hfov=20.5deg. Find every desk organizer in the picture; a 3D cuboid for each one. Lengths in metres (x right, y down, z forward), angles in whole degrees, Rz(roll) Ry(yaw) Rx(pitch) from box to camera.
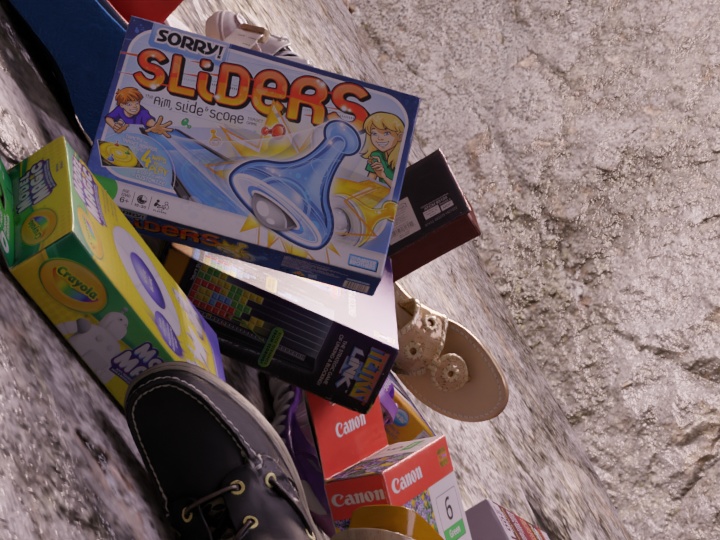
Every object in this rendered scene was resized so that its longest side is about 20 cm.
[{"bbox_3d":[0.000,0.000,1.532,0.077,0.199,0.072,53,10,-48],"label":"desk organizer"}]

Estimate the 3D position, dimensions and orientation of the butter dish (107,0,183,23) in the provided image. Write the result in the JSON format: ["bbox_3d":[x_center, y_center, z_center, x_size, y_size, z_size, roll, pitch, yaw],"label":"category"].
[{"bbox_3d":[-0.187,-0.293,1.559,0.200,0.148,0.200,56,5,34],"label":"butter dish"}]

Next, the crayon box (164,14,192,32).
[{"bbox_3d":[-0.126,-0.115,1.682,0.201,0.051,0.127,61,8,15],"label":"crayon box"}]

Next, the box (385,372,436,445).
[{"bbox_3d":[-0.012,0.069,1.682,0.200,0.041,0.119,57,5,37],"label":"box"}]

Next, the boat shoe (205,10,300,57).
[{"bbox_3d":[-0.082,-0.168,1.719,0.072,0.068,0.200,53,10,-38],"label":"boat shoe"}]

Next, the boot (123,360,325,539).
[{"bbox_3d":[-0.067,0.152,1.055,0.204,0.073,0.154,59,11,-9],"label":"boot"}]

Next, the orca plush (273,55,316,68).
[{"bbox_3d":[-0.109,-0.074,1.348,0.105,0.200,0.071,29,-37,18],"label":"orca plush"}]

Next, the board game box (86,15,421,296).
[{"bbox_3d":[-0.071,-0.074,1.287,0.034,0.199,0.136,116,-13,-66],"label":"board game box"}]

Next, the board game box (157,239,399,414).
[{"bbox_3d":[-0.059,0.011,1.371,0.165,0.057,0.200,22,16,-8],"label":"board game box"}]

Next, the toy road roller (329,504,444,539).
[{"bbox_3d":[0.072,0.235,1.222,0.200,0.145,0.123,47,45,-42],"label":"toy road roller"}]

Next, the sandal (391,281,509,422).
[{"bbox_3d":[0.032,0.054,1.704,0.212,0.078,0.070,47,20,18],"label":"sandal"}]

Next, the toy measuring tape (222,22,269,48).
[{"bbox_3d":[-0.121,-0.118,1.534,0.074,0.073,0.200,57,38,-18],"label":"toy measuring tape"}]

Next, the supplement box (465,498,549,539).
[{"bbox_3d":[0.132,0.264,1.662,0.109,0.061,0.200,61,8,22],"label":"supplement box"}]

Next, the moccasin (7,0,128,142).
[{"bbox_3d":[-0.180,-0.152,1.408,0.201,0.080,0.068,61,4,0],"label":"moccasin"}]

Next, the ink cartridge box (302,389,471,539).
[{"bbox_3d":[0.026,0.161,1.364,0.109,0.050,0.201,-20,98,-62],"label":"ink cartridge box"}]

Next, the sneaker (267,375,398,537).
[{"bbox_3d":[-0.014,0.113,1.442,0.081,0.088,0.200,57,11,-28],"label":"sneaker"}]

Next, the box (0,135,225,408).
[{"bbox_3d":[-0.147,0.010,1.159,0.200,0.048,0.118,53,11,-32],"label":"box"}]
